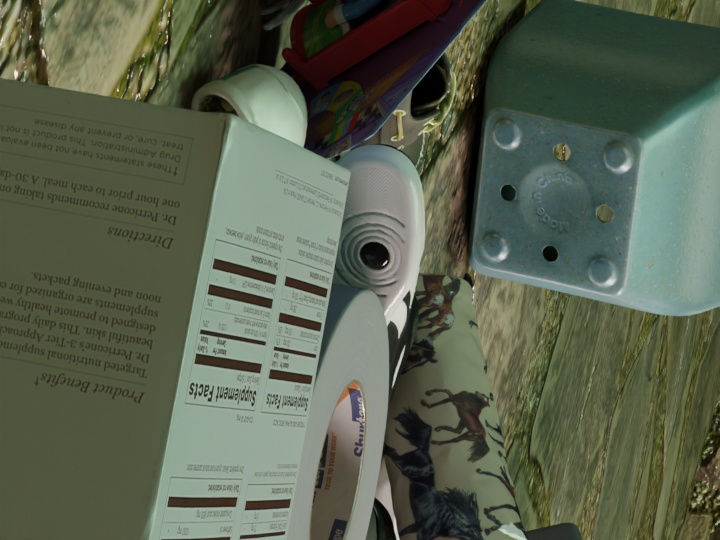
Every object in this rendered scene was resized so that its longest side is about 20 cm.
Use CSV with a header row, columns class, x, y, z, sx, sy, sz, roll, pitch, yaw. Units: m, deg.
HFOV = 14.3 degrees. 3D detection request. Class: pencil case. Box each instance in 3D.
class,x,y,z,sx,sy,sz,roll,pitch,yaw
pencil case,0.050,0.100,1.689,0.089,0.077,0.201,30,43,-61

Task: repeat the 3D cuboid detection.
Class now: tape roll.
class,x,y,z,sx,sy,sz,roll,pitch,yaw
tape roll,-0.042,0.103,1.483,0.200,0.066,0.201,9,90,-78

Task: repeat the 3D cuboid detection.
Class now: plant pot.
class,x,y,z,sx,sy,sz,roll,pitch,yaw
plant pot,0.171,-0.068,2.033,0.200,0.195,0.197,-31,130,-61

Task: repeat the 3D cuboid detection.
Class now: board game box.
class,x,y,z,sx,sy,sz,roll,pitch,yaw
board game box,0.010,-0.141,1.397,0.200,0.039,0.158,-49,-156,-3

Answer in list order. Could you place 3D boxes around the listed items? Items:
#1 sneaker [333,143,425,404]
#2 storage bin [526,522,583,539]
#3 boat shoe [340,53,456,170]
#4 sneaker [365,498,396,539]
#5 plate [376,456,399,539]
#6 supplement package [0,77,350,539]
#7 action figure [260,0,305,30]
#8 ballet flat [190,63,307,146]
class,x,y,z,sx,sy,sz,roll,pitch,yaw
sneaker,0.000,0.000,1.599,0.112,0.073,0.201,-65,168,-59
storage bin,0.146,0.308,2.337,0.200,0.145,0.135,81,-5,-53
boat shoe,0.020,-0.105,1.608,0.202,0.060,0.072,75,28,-61
sneaker,-0.016,0.217,1.649,0.114,0.076,0.201,18,76,-71
plate,0.034,0.174,1.934,0.200,0.032,0.201,-54,151,-61
supplement package,-0.123,0.048,0.807,0.147,0.190,0.201,19,82,-76
action figure,-0.005,-0.212,1.339,0.119,0.101,0.201,-78,172,-73
ballet flat,-0.065,0.003,1.341,0.069,0.069,0.201,-12,107,-76
